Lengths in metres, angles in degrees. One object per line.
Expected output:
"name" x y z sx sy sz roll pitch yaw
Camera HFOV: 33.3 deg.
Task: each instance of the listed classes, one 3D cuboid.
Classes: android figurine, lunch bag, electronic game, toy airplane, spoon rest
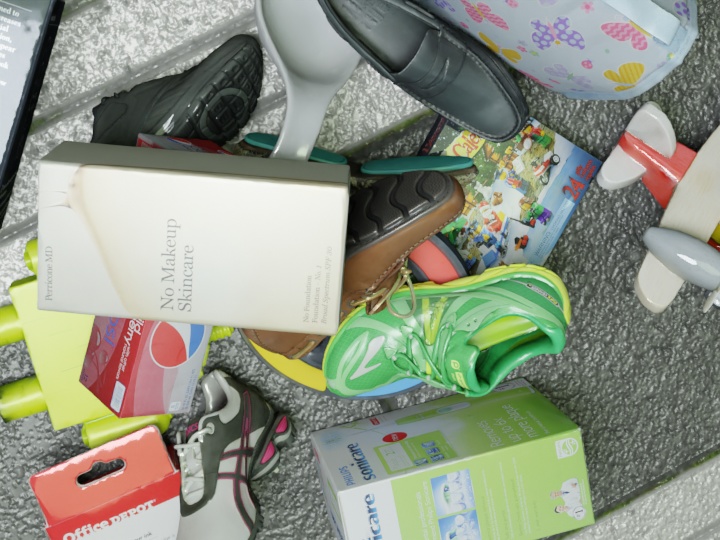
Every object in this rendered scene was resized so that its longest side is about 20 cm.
"android figurine" -0.203 0.052 0.968 0.198 0.041 0.184 -15 103 -6
"lunch bag" 0.150 -0.215 0.904 0.168 0.200 0.128 28 95 -14
"electronic game" -0.007 0.027 0.959 0.197 0.042 0.202 4 128 5
"toy airplane" 0.297 -0.066 0.987 0.197 0.141 0.203 0 78 -27
"spoon rest" -0.046 -0.148 0.916 0.099 0.060 0.202 22 66 -27

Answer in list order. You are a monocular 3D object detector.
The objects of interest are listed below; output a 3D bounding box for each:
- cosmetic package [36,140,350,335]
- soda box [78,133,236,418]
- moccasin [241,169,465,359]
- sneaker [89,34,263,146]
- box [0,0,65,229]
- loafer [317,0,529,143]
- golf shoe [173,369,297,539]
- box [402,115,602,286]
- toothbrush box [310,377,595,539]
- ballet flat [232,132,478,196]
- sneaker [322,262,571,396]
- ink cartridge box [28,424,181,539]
"cosmetic package" -0.108 -0.023 0.797 0.197 0.073 0.105 4 106 -1
"soda box" -0.144 0.005 0.889 0.070 0.063 0.202 0 114 -46
"moccasin" 0.000 0.001 0.878 0.078 0.074 0.201 37 114 -27
"sneaker" -0.156 -0.117 0.927 0.090 0.076 0.200 36 71 22
"box" -0.292 -0.118 0.863 0.106 0.148 0.202 17 96 -14
"loafer" 0.045 -0.163 0.921 0.200 0.071 0.068 38 120 -10
"golf shoe" -0.118 0.166 0.931 0.077 0.201 0.088 -29 114 27
"box" 0.094 -0.039 1.008 0.136 0.038 0.201 29 94 -14
"toothbrush box" 0.071 0.168 0.987 0.198 0.146 0.087 -14 103 -7
"ballet flat" -0.006 -0.062 0.956 0.197 0.068 0.076 7 107 9
"sneaker" 0.061 0.053 0.903 0.198 0.084 0.074 -19 127 12
"ink cartridge box" -0.181 0.226 0.988 0.115 0.067 0.202 -22 104 -6
